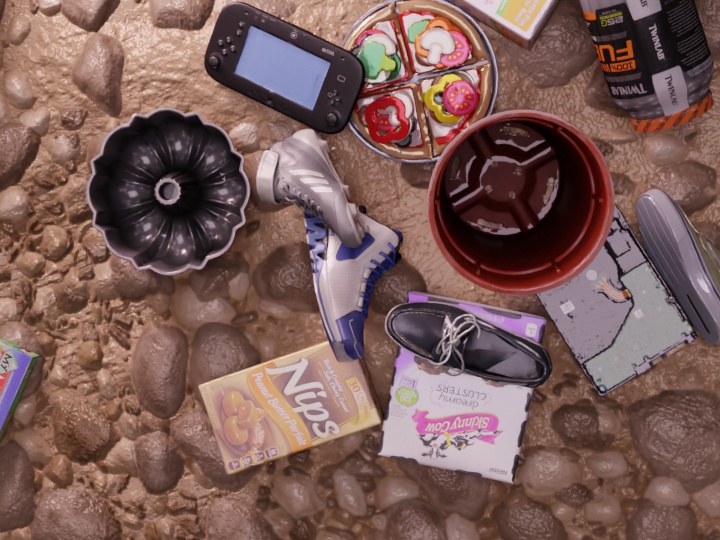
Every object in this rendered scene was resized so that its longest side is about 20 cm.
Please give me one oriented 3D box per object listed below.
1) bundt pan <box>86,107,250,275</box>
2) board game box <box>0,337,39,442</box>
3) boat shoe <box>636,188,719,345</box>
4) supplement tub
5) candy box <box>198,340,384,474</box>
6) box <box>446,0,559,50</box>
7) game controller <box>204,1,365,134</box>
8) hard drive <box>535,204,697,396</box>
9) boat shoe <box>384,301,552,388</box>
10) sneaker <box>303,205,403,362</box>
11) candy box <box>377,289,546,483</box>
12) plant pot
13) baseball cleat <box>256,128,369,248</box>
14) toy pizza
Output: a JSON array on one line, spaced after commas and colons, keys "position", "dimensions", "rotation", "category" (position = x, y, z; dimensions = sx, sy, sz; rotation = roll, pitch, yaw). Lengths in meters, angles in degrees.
[{"position": [-0.226, -0.095, 1.660], "dimensions": [0.202, 0.076, 0.202], "rotation": [0, 92, 5], "category": "bundt pan"}, {"position": [-0.507, 0.170, 1.722], "dimensions": [0.134, 0.029, 0.200], "rotation": [25, 94, 6], "category": "board game box"}, {"position": [0.393, -0.010, 1.611], "dimensions": [0.062, 0.072, 0.200], "rotation": [-28, 91, -22], "category": "boat shoe"}, {"position": [0.329, -0.268, 1.561], "dimensions": [0.122, 0.123, 0.200], "rotation": [-21, 105, 6], "category": "supplement tub"}, {"position": [-0.083, 0.161, 1.663], "dimensions": [0.200, 0.055, 0.116], "rotation": [-19, 89, 6], "category": "candy box"}, {"position": [0.144, -0.359, 1.601], "dimensions": [0.200, 0.101, 0.113], "rotation": [33, 95, 4], "category": "box"}, {"position": [-0.091, -0.245, 1.642], "dimensions": [0.200, 0.042, 0.104], "rotation": [26, 120, 10], "category": "game controller"}, {"position": [0.291, 0.031, 1.629], "dimensions": [0.140, 0.038, 0.200], "rotation": [-33, 87, 6], "category": "hard drive"}, {"position": [0.122, 0.087, 1.565], "dimensions": [0.200, 0.062, 0.075], "rotation": [23, 95, 6], "category": "boat shoe"}, {"position": [0.000, -0.001, 1.620], "dimensions": [0.115, 0.081, 0.200], "rotation": [-11, 65, 0], "category": "sneaker"}, {"position": [0.122, 0.138, 1.633], "dimensions": [0.168, 0.072, 0.200], "rotation": [11, 92, 5], "category": "candy box"}, {"position": [0.171, -0.092, 1.548], "dimensions": [0.200, 0.195, 0.201], "rotation": [0, 102, 0], "category": "plant pot"}, {"position": [-0.061, -0.085, 1.608], "dimensions": [0.106, 0.200, 0.070], "rotation": [-22, 134, -3], "category": "baseball cleat"}, {"position": [0.065, -0.227, 1.633], "dimensions": [0.200, 0.032, 0.201], "rotation": [2, 100, 11], "category": "toy pizza"}]
